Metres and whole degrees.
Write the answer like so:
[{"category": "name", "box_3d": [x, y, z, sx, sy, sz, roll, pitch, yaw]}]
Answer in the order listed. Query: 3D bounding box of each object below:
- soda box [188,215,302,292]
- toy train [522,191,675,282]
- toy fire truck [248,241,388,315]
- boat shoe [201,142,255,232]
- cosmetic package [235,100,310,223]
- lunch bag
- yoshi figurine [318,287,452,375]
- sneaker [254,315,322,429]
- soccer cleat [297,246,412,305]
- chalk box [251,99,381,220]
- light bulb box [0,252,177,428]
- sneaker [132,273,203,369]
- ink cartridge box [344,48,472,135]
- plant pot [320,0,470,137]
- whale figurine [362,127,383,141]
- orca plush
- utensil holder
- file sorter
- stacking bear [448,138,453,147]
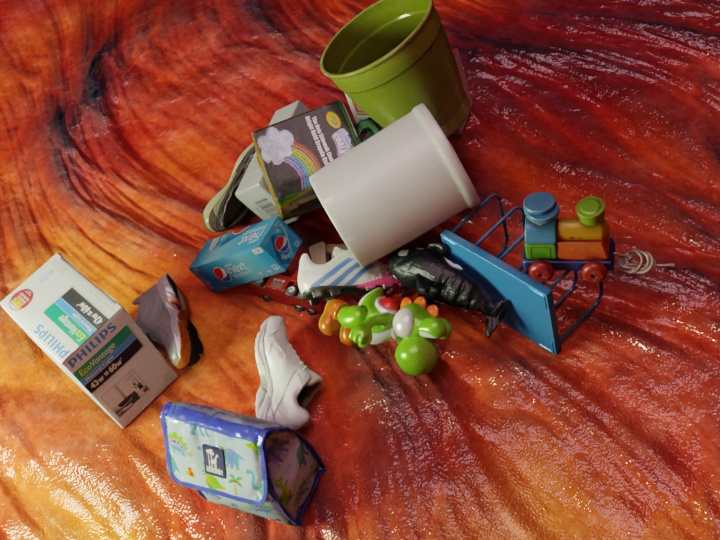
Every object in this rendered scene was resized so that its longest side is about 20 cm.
[{"category": "soda box", "box_3d": [-0.188, -0.024, 1.732, 0.200, 0.064, 0.068, -15, 37, 46]}, {"category": "toy train", "box_3d": [0.312, -0.050, 1.415, 0.199, 0.116, 0.085, 1, 48, 16]}, {"category": "toy fire truck", "box_3d": [-0.069, 0.000, 1.736, 0.199, 0.049, 0.141, 15, 59, 30]}, {"category": "boat shoe", "box_3d": [-0.196, -0.145, 1.880, 0.065, 0.073, 0.200, 17, 70, 45]}, {"category": "cosmetic package", "box_3d": [-0.128, -0.185, 1.860, 0.074, 0.102, 0.200, -16, 42, 44]}, {"category": "lunch bag", "box_3d": [-0.166, 0.254, 1.471, 0.170, 0.200, 0.128, 9, 57, 25]}, {"category": "yoshi figurine", "box_3d": [0.039, 0.101, 1.570, 0.199, 0.112, 0.112, 4, 32, 37]}, {"category": "sneaker", "box_3d": [-0.106, 0.157, 1.618, 0.099, 0.078, 0.201, -8, 60, 6]}, {"category": "soccer cleat", "box_3d": [0.000, 0.000, 1.647, 0.199, 0.070, 0.087, -4, 69, -19]}, {"category": "chalk box", "box_3d": [-0.059, -0.182, 1.722, 0.199, 0.124, 0.125, -20, 78, -6]}, {"category": "light bulb box", "box_3d": [-0.423, 0.109, 1.682, 0.125, 0.200, 0.198, -45, 52, -16]}, {"category": "sneaker", "box_3d": [-0.320, 0.099, 1.746, 0.092, 0.076, 0.200, -31, 41, 5]}, {"category": "ink cartridge box", "box_3d": [0.075, -0.326, 1.855, 0.199, 0.176, 0.084, 6, 55, 24]}, {"category": "plant pot", "box_3d": [0.073, -0.299, 1.675, 0.200, 0.193, 0.201, -27, 34, 20]}, {"category": "whale figurine", "box_3d": [0.020, -0.187, 1.814, 0.199, 0.104, 0.159, -14, 50, 12]}, {"category": "orca plush", "box_3d": [0.111, 0.032, 1.560, 0.200, 0.105, 0.071, 42, 42, 18]}, {"category": "utensil holder", "box_3d": [0.049, -0.121, 1.575, 0.200, 0.170, 0.170, -31, 49, 3]}, {"category": "file sorter", "box_3d": [0.239, -0.002, 1.566, 0.123, 0.139, 0.200, -42, 51, -20]}, {"category": "stacking bear", "box_3d": [0.069, -0.121, 1.714, 0.199, 0.122, 0.114, -21, 18, 3]}]
